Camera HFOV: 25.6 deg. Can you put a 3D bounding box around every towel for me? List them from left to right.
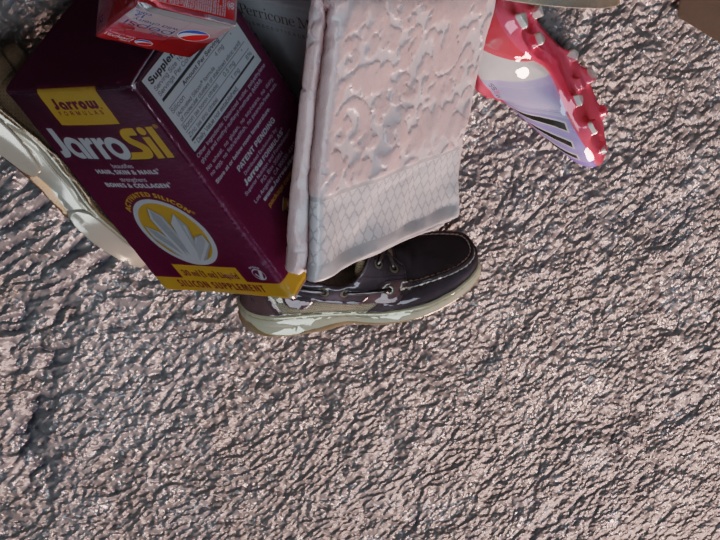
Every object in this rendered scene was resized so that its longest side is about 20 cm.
[{"bbox_3d":[0.023,-0.103,1.055,0.200,0.032,0.192,-24,126,-54],"label":"towel"}]

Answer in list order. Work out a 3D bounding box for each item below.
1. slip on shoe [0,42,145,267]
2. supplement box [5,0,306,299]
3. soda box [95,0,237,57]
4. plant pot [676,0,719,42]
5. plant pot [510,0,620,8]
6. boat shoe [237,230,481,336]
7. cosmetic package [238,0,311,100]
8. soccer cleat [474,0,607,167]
[{"bbox_3d":[-0.198,-0.077,1.096,0.061,0.076,0.200,-44,125,0],"label":"slip on shoe"},{"bbox_3d":[-0.113,-0.084,1.051,0.200,0.130,0.104,55,54,-35],"label":"supplement box"},{"bbox_3d":[-0.109,-0.233,0.930,0.063,0.202,0.070,10,166,-29],"label":"soda box"},{"bbox_3d":[0.364,-0.250,1.132,0.198,0.200,0.178,-10,118,-16],"label":"plant pot"},{"bbox_3d":[0.096,-0.286,1.000,0.186,0.187,0.201,2,111,-25],"label":"plant pot"},{"bbox_3d":[0.000,0.000,1.241,0.198,0.072,0.065,-10,135,-8],"label":"boat shoe"},{"bbox_3d":[-0.020,-0.118,1.106,0.074,0.101,0.201,-49,143,-35],"label":"cosmetic package"},{"bbox_3d":[0.126,-0.142,1.198,0.076,0.067,0.200,-14,144,27],"label":"soccer cleat"}]
